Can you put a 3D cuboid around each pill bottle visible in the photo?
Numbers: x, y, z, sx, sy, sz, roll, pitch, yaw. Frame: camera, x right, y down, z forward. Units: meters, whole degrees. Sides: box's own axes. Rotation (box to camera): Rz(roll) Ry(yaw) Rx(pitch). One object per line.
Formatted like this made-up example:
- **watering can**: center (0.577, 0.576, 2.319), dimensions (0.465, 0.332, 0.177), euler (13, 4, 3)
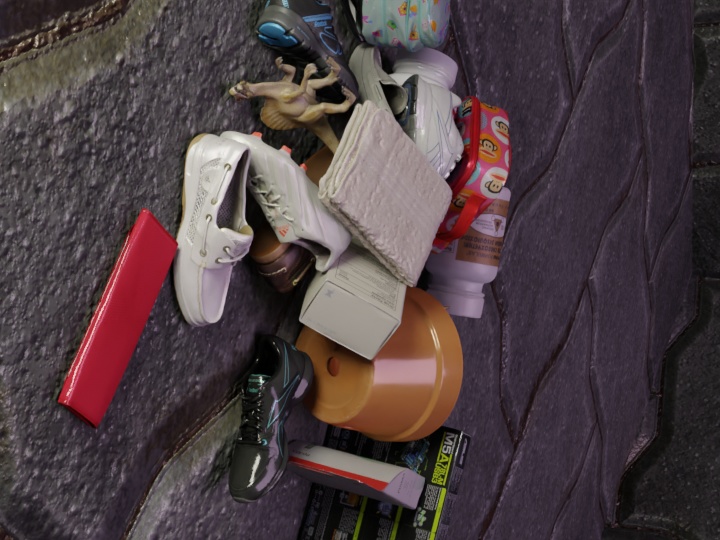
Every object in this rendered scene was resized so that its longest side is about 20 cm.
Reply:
- **pill bottle**: center (0.061, -0.183, 1.569), dimensions (0.112, 0.111, 0.202), euler (40, 64, -62)
- **pill bottle**: center (0.157, -0.034, 1.830), dimensions (0.114, 0.113, 0.202), euler (6, 94, -65)

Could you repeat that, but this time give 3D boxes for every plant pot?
- **plant pot**: center (0.009, 0.119, 1.509), dimensions (0.139, 0.199, 0.203), euler (1, 99, -48)

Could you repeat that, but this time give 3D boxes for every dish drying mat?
- **dish drying mat**: center (-0.229, 0.045, 1.146), dimensions (0.077, 0.018, 0.202), euler (56, 49, -58)

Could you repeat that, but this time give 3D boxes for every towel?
- **towel**: center (0.030, -0.085, 1.352), dimensions (0.200, 0.034, 0.134), euler (45, 61, -44)

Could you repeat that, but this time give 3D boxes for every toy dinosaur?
- **toy dinosaur**: center (-0.058, -0.181, 1.318), dimensions (0.199, 0.101, 0.059), euler (30, 34, -42)

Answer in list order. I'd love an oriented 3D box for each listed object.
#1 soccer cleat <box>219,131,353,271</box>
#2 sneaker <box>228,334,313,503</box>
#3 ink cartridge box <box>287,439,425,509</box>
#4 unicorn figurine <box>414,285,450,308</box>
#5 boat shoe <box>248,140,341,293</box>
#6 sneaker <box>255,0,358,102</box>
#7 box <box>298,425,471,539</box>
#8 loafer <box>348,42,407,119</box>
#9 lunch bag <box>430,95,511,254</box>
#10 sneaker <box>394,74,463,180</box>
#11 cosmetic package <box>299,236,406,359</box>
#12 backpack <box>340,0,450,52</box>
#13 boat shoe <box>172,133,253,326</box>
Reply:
- **soccer cleat**: center (-0.081, -0.075, 1.296), dimensions (0.200, 0.069, 0.078), euler (39, 69, -34)
- **sneaker**: center (-0.118, 0.168, 1.390), dimensions (0.079, 0.075, 0.202), euler (51, 45, -45)
- **ink cartridge box**: center (-0.026, 0.241, 1.490), dimensions (0.200, 0.159, 0.051), euler (47, 58, -60)
- **unicorn figurine**: center (0.065, 0.062, 1.668), dimensions (0.138, 0.073, 0.201), euler (88, 20, -43)
- **boat shoe**: center (-0.059, -0.063, 1.404), dimensions (0.201, 0.070, 0.071), euler (-54, 131, -26)
- **sneaker**: center (-0.045, -0.256, 1.357), dimensions (0.200, 0.072, 0.083), euler (46, 58, -61)
- **box**: center (0.032, 0.290, 1.596), dimensions (0.047, 0.191, 0.202), euler (39, 64, -63)
- **loafer**: center (0.024, -0.207, 1.465), dimensions (0.070, 0.069, 0.202), euler (60, 20, -47)
- **lunch bag**: center (0.125, -0.116, 1.622), dimensions (0.200, 0.081, 0.178), euler (-47, -151, 46)
- **sneaker**: center (0.087, -0.138, 1.477), dimensions (0.086, 0.074, 0.203), euler (9, 82, -24)
- **cosmetic package**: center (0.000, 0.000, 1.434), dimensions (0.073, 0.103, 0.201), euler (-53, -167, 34)
- **backpack**: center (0.050, -0.366, 1.458), dimensions (0.167, 0.125, 0.202), euler (-45, 142, -56)
- **boat shoe**: center (-0.144, -0.035, 1.234), dimensions (0.071, 0.069, 0.202), euler (-26, 123, -62)
